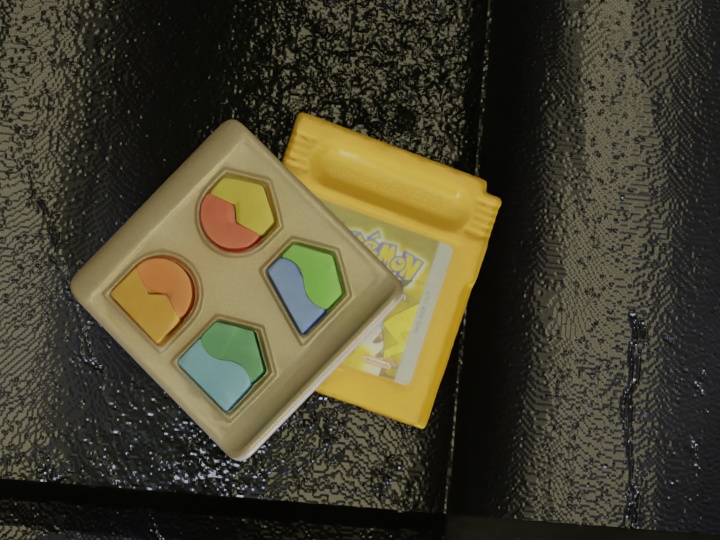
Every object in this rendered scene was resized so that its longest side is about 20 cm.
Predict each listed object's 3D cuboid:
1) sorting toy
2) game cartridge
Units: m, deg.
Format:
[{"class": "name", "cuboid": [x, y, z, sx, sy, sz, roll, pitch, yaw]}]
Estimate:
[{"class": "sorting toy", "cuboid": [-0.096, 0.012, 1.419, 0.185, 0.036, 0.200, -45, 78, -1]}, {"class": "game cartridge", "cuboid": [0.000, 0.000, 1.460, 0.175, 0.032, 0.201, 19, 86, -4]}]
